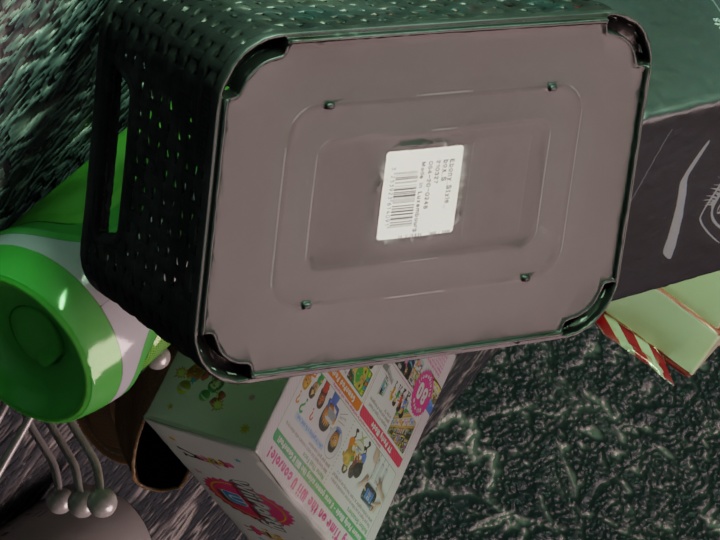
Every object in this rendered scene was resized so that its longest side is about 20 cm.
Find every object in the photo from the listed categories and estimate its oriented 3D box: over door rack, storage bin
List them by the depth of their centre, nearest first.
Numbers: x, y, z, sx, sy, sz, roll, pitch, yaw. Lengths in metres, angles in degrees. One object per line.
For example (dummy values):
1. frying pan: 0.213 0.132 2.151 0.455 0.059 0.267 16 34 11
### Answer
1. storage bin: 0.003 -0.044 1.155 0.199 0.094 0.136 -7 114 -34
2. over door rack: -0.162 0.107 1.323 0.200 0.067 0.148 -50 -173 -12

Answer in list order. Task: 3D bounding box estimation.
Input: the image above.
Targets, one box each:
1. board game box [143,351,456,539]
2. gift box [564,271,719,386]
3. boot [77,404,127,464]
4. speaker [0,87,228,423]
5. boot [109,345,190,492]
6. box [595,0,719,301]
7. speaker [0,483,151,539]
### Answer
1. board game box: -0.008 0.020 1.379 0.200 0.064 0.148 -65 152 -20
2. gift box: 0.188 -0.047 1.696 0.187 0.200 0.184 -56 166 24
3. boot: -0.061 0.002 1.523 0.200 0.074 0.155 -55 173 31
4. speaker: -0.082 -0.021 1.249 0.200 0.088 0.089 -45 170 -40
5. boot: -0.069 0.016 1.392 0.076 0.073 0.201 -96 -158 -60
6. box: 0.148 -0.077 1.307 0.199 0.105 0.148 -13 149 -31
7. speaker: -0.185 0.178 1.596 0.081 0.081 0.200 -54 172 21
